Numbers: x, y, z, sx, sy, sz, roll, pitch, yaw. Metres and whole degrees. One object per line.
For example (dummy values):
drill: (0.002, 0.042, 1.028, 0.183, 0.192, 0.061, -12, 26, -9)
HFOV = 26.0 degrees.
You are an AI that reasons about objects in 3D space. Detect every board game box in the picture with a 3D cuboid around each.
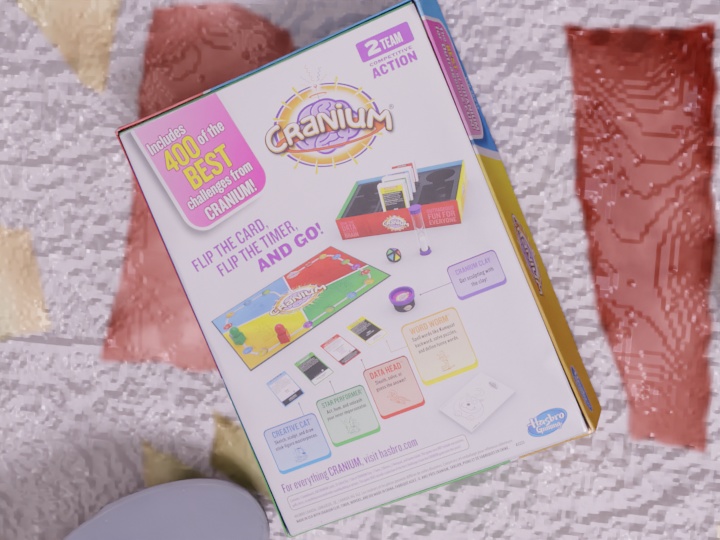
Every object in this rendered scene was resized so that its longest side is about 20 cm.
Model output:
board game box: (0.000, 0.000, 0.691, 0.152, 0.040, 0.201, -21, 95, 17)

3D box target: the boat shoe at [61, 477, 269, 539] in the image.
boat shoe: (-0.133, 0.169, 0.746, 0.201, 0.086, 0.075, -36, 86, -11)
